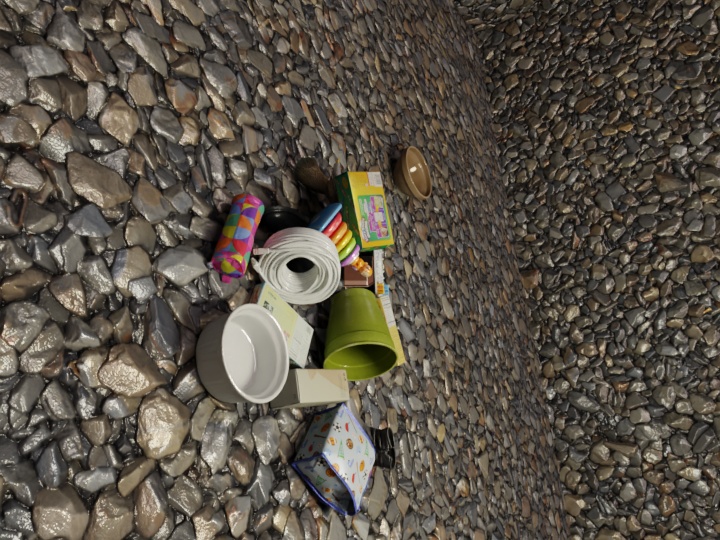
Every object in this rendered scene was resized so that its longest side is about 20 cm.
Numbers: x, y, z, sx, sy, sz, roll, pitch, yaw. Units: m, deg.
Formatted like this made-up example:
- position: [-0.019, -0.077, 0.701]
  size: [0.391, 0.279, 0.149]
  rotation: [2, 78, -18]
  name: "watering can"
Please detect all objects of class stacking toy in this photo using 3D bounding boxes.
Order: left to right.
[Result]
- position: [-0.043, -0.055, 1.441]
  size: [0.200, 0.115, 0.110]
  rotation: [47, 57, -15]
  name: "stacking toy"

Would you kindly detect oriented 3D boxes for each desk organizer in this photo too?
- position: [0.000, 0.000, 1.649]
  size: [0.200, 0.070, 0.079]
  rotation: [-22, 111, -82]
  name: "desk organizer"

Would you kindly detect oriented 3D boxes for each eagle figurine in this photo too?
- position: [-0.085, -0.241, 1.623]
  size: [0.199, 0.150, 0.154]
  rotation: [-11, 84, -58]
  name: "eagle figurine"

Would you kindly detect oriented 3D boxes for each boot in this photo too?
- position: [-0.174, -0.062, 1.463]
  size: [0.199, 0.075, 0.171]
  rotation: [19, 57, -62]
  name: "boot"
- position: [0.025, 0.419, 1.519]
  size: [0.069, 0.130, 0.204]
  rotation: [-16, 90, -59]
  name: "boot"

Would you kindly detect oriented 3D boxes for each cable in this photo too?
- position: [-0.145, -0.008, 1.377]
  size: [0.070, 0.196, 0.202]
  rotation: [-97, 172, -51]
  name: "cable"

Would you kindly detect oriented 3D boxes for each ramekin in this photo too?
- position: [-0.248, 0.179, 1.209]
  size: [0.200, 0.096, 0.204]
  rotation: [34, 48, -48]
  name: "ramekin"

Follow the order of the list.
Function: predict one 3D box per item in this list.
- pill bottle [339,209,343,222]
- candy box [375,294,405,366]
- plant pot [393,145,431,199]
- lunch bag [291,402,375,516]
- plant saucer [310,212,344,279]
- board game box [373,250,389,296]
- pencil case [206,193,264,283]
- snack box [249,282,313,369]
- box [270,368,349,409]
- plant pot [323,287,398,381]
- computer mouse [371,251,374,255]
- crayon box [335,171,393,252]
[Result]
- position: [-0.029, -0.115, 1.589]
  size: [0.199, 0.113, 0.116]
  rotation: [-36, 108, -40]
  name: "pill bottle"
- position: [0.047, 0.183, 1.683]
  size: [0.056, 0.115, 0.204]
  rotation: [-9, 84, -59]
  name: "candy box"
- position: [0.185, -0.358, 2.190]
  size: [0.200, 0.091, 0.205]
  rotation: [33, 50, -50]
  name: "plant pot"
- position: [-0.050, 0.456, 1.388]
  size: [0.201, 0.123, 0.171]
  rotation: [53, 35, -19]
  name: "lunch bag"
- position: [-0.073, -0.075, 1.668]
  size: [0.199, 0.050, 0.204]
  rotation: [34, 48, -48]
  name: "plant saucer"
- position: [0.065, -0.022, 1.784]
  size: [0.200, 0.025, 0.205]
  rotation: [21, 67, -81]
  name: "board game box"
- position: [-0.275, -0.077, 1.302]
  size: [0.088, 0.087, 0.203]
  rotation: [46, 43, -39]
  name: "pencil case"
- position: [-0.192, 0.136, 1.380]
  size: [0.200, 0.037, 0.118]
  rotation: [50, 37, -36]
  name: "snack box"
- position: [-0.120, 0.281, 1.381]
  size: [0.199, 0.094, 0.079]
  rotation: [17, 61, -57]
  name: "box"
- position: [-0.011, 0.160, 1.548]
  size: [0.200, 0.198, 0.196]
  rotation: [37, 34, -45]
  name: "plant pot"
- position: [0.012, -0.103, 1.837]
  size: [0.200, 0.045, 0.143]
  rotation: [-44, 126, -57]
  name: "computer mouse"
- position: [0.011, -0.154, 1.517]
  size: [0.117, 0.058, 0.204]
  rotation: [-8, 86, -42]
  name: "crayon box"
